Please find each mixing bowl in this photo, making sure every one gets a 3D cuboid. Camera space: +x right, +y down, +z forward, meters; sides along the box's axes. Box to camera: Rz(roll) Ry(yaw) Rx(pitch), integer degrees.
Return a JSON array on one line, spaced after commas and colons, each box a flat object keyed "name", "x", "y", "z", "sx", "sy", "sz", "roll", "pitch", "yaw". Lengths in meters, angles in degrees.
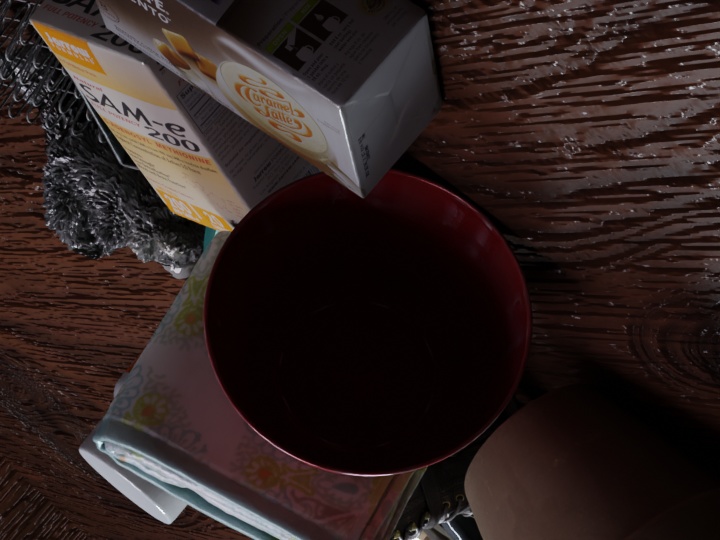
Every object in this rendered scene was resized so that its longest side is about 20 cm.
[{"name": "mixing bowl", "x": 0.001, "y": 0.047, "z": 1.648, "sx": 0.200, "sy": 0.200, "sz": 0.108, "roll": 38, "pitch": 160, "yaw": 10}]

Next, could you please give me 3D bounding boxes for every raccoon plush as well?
[{"name": "raccoon plush", "x": -0.183, "y": -0.075, "z": 1.963, "sx": 0.134, "sy": 0.097, "sz": 0.200, "roll": 3, "pitch": 140, "yaw": 52}]

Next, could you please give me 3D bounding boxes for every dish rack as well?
[{"name": "dish rack", "x": -0.239, "y": -0.153, "z": 1.878, "sx": 0.200, "sy": 0.055, "sz": 0.153, "roll": 16, "pitch": 153, "yaw": 25}]

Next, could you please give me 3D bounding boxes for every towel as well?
[{"name": "towel", "x": -0.047, "y": 0.089, "z": 1.712, "sx": 0.200, "sy": 0.171, "sz": 0.048, "roll": 28, "pitch": 155, "yaw": 6}]

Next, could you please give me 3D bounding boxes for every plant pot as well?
[{"name": "plant pot", "x": 0.158, "y": 0.171, "z": 1.705, "sx": 0.175, "sy": 0.200, "sz": 0.200, "roll": 51, "pitch": 170, "yaw": 27}]

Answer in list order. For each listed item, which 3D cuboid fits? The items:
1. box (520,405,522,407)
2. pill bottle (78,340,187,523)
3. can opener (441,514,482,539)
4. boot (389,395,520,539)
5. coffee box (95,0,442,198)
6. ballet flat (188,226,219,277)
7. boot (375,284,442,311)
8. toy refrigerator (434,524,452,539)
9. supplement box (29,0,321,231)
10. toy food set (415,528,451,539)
[{"name": "box", "x": 0.092, "y": 0.136, "z": 1.959, "sx": 0.200, "sy": 0.048, "sz": 0.158, "roll": 34, "pitch": 162, "yaw": 22}, {"name": "pill bottle", "x": -0.117, "y": 0.087, "z": 2.018, "sx": 0.110, "sy": 0.200, "sz": 0.110, "roll": 37, "pitch": 167, "yaw": 10}, {"name": "can opener", "x": 0.049, "y": 0.156, "z": 1.917, "sx": 0.053, "sy": 0.066, "sz": 0.200, "roll": 21, "pitch": 159, "yaw": 46}, {"name": "boot", "x": 0.058, "y": 0.158, "z": 1.792, "sx": 0.069, "sy": 0.174, "sz": 0.200, "roll": -37, "pitch": 81, "yaw": 42}, {"name": "coffee box", "x": -0.058, "y": -0.143, "z": 1.509, "sx": 0.200, "sy": 0.080, "sz": 0.114, "roll": 34, "pitch": 163, "yaw": 20}, {"name": "ballet flat", "x": -0.088, "y": 0.000, "z": 1.907, "sx": 0.072, "sy": 0.200, "sz": 0.068, "roll": 12, "pitch": -148, "yaw": -13}, {"name": "boot", "x": 0.000, "y": 0.000, "z": 1.786, "sx": 0.200, "sy": 0.075, "sz": 0.107, "roll": 24, "pitch": 154, "yaw": 25}, {"name": "toy refrigerator", "x": 0.107, "y": 0.207, "z": 2.064, "sx": 0.200, "sy": 0.076, "sz": 0.070, "roll": 37, "pitch": 163, "yaw": 15}, {"name": "supplement box", "x": -0.111, "y": -0.108, "z": 1.731, "sx": 0.126, "sy": 0.074, "sz": 0.200, "roll": 23, "pitch": 156, "yaw": 44}, {"name": "toy food set", "x": 0.100, "y": 0.264, "z": 1.884, "sx": 0.144, "sy": 0.060, "sz": 0.200, "roll": 38, "pitch": -176, "yaw": -41}]
